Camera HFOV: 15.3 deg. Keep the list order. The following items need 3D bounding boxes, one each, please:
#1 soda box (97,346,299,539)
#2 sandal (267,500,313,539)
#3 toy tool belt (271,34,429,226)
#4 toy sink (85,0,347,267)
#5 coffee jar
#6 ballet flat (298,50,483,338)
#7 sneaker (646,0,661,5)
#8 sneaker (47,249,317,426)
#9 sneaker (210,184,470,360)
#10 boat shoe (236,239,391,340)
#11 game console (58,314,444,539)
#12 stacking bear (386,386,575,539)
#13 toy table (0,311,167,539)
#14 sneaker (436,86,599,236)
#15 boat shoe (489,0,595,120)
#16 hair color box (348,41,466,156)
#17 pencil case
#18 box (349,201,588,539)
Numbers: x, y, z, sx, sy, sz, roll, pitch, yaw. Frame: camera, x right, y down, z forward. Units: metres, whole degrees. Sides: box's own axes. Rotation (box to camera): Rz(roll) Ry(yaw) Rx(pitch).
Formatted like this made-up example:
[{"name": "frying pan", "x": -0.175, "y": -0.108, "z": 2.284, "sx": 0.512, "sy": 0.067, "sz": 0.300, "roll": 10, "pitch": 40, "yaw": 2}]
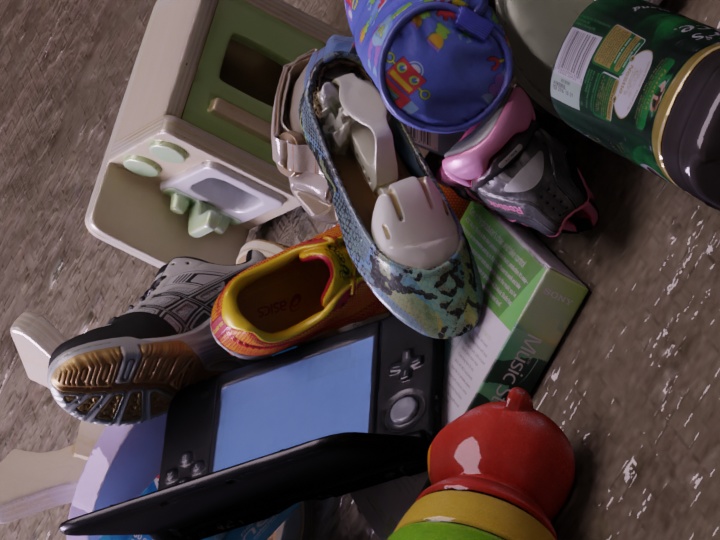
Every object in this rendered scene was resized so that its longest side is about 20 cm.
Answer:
[{"name": "soda box", "x": -0.087, "y": 0.144, "z": 1.716, "sx": 0.200, "sy": 0.064, "sz": 0.068, "roll": -47, "pitch": -21, "yaw": -15}, {"name": "sandal", "x": -0.070, "y": 0.217, "z": 1.738, "sx": 0.080, "sy": 0.054, "sz": 0.201, "roll": -45, "pitch": 30, "yaw": 40}, {"name": "toy tool belt", "x": 0.008, "y": -0.093, "z": 1.798, "sx": 0.200, "sy": 0.124, "sz": 0.123, "roll": -106, "pitch": 37, "yaw": -57}, {"name": "toy sink", "x": -0.107, "y": -0.106, "z": 2.032, "sx": 0.112, "sy": 0.130, "sz": 0.201, "roll": -21, "pitch": 47, "yaw": 59}, {"name": "coffee jar", "x": 0.183, "y": -0.085, "z": 1.422, "sx": 0.086, "sy": 0.104, "sz": 0.200, "roll": -65, "pitch": 23, "yaw": 7}, {"name": "ballet flat", "x": 0.015, "y": -0.051, "z": 1.615, "sx": 0.074, "sy": 0.074, "sz": 0.201, "roll": -50, "pitch": 58, "yaw": 32}, {"name": "sneaker", "x": 0.141, "y": -0.244, "z": 1.661, "sx": 0.076, "sy": 0.113, "sz": 0.201, "roll": -47, "pitch": 29, "yaw": 37}, {"name": "sneaker", "x": -0.126, "y": 0.039, "z": 1.732, "sx": 0.088, "sy": 0.199, "sz": 0.076, "roll": 56, "pitch": 137, "yaw": 27}, {"name": "sneaker", "x": 0.000, "y": 0.000, "z": 1.685, "sx": 0.199, "sy": 0.073, "sz": 0.077, "roll": -30, "pitch": -5, "yaw": -17}, {"name": "boat shoe", "x": -0.046, "y": 0.026, "z": 1.853, "sx": 0.070, "sy": 0.073, "sz": 0.200, "roll": -62, "pitch": 23, "yaw": -8}, {"name": "game console", "x": -0.062, "y": 0.088, "z": 1.591, "sx": 0.199, "sy": 0.117, "sz": 0.177, "roll": -18, "pitch": 44, "yaw": 24}, {"name": "stacking bear", "x": 0.058, "y": 0.160, "z": 1.450, "sx": 0.113, "sy": 0.122, "sz": 0.201, "roll": 2, "pitch": 52, "yaw": 28}, {"name": "toy table", "x": -0.166, "y": 0.114, "z": 1.808, "sx": 0.116, "sy": 0.185, "sz": 0.200, "roll": 15, "pitch": 38, "yaw": 32}, {"name": "sneaker", "x": 0.101, "y": -0.055, "z": 1.611, "sx": 0.079, "sy": 0.095, "sz": 0.200, "roll": -50, "pitch": 0, "yaw": 6}, {"name": "boat shoe", "x": 0.111, "y": -0.169, "z": 1.656, "sx": 0.071, "sy": 0.061, "sz": 0.202, "roll": -28, "pitch": 64, "yaw": 8}, {"name": "hair color box", "x": 0.067, "y": -0.180, "z": 1.737, "sx": 0.061, "sy": 0.098, "sz": 0.201, "roll": 89, "pitch": -156, "yaw": -70}, {"name": "pencil case", "x": 0.039, "y": -0.146, "z": 1.592, "sx": 0.087, "sy": 0.078, "sz": 0.200, "roll": -60, "pitch": 16, "yaw": 14}, {"name": "box", "x": 0.057, "y": 0.066, "z": 1.639, "sx": 0.201, "sy": 0.036, "sz": 0.144, "roll": -62, "pitch": 23, "yaw": 11}]
